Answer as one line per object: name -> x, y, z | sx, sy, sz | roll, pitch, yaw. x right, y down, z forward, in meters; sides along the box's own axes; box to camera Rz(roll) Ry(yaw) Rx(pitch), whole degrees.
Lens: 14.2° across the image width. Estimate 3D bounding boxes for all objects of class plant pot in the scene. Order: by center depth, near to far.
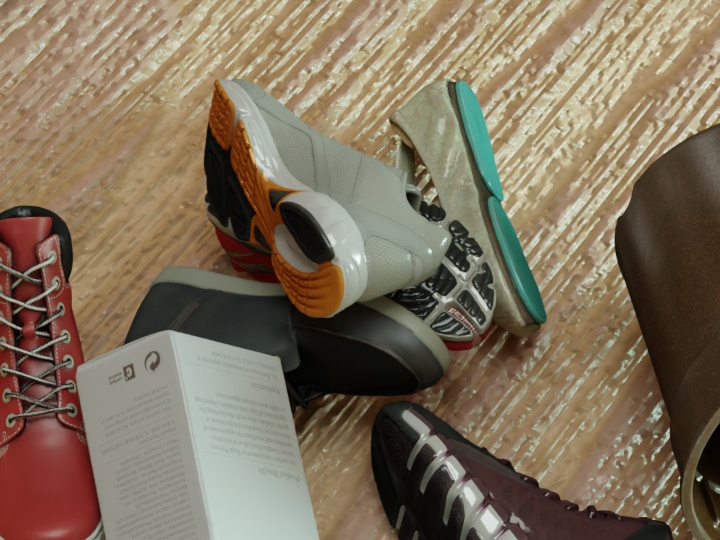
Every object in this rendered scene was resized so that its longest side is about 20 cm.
plant pot -> 0.239, 0.030, 1.587 | 0.200, 0.200, 0.198 | -10, 45, -11

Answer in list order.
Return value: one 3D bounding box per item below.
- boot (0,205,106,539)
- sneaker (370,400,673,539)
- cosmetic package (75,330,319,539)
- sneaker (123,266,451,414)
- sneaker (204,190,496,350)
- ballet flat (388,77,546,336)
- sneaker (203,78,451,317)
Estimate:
boot -> -0.173, 0.056, 1.521 | 0.072, 0.144, 0.200 | -5, 34, -8
sneaker -> 0.098, 0.140, 1.570 | 0.115, 0.076, 0.200 | -19, 57, -32
cosmetic package -> -0.076, 0.139, 1.488 | 0.074, 0.102, 0.200 | -23, 67, 30
sneaker -> -0.050, 0.065, 1.600 | 0.200, 0.075, 0.106 | 6, 53, 33
sneaker -> 0.000, 0.000, 1.656 | 0.200, 0.085, 0.077 | 27, 58, 32
ballet flat -> 0.060, -0.029, 1.712 | 0.062, 0.067, 0.200 | -25, 47, 12
sneaker -> -0.020, -0.043, 1.605 | 0.092, 0.076, 0.200 | -8, 39, -26
